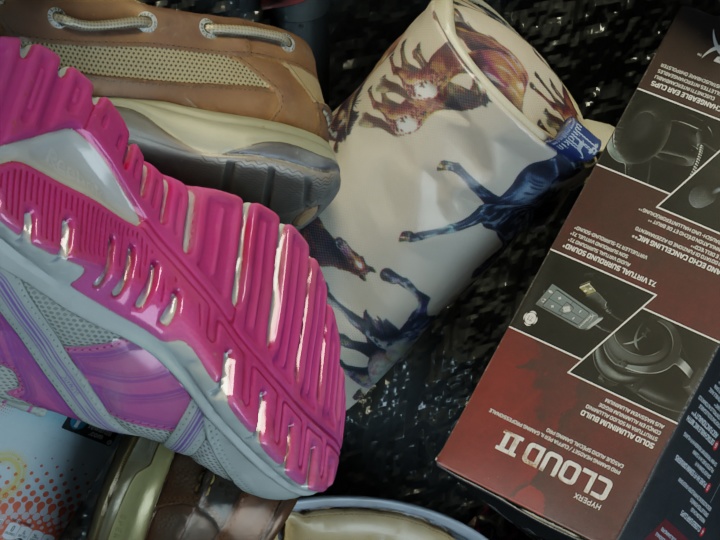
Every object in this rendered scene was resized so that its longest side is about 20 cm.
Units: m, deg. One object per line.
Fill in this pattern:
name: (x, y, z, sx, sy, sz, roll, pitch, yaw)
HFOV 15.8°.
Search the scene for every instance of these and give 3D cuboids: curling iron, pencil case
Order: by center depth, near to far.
curling iron: (-0.027, -0.097, 0.899, 0.050, 0.025, 0.201, -54, 152, -39)
pencil case: (0.000, 0.000, 0.921, 0.089, 0.078, 0.200, 38, 108, -12)

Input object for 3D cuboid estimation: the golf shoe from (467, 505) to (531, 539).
golf shoe: (0.118, 0.107, 1.097, 0.200, 0.073, 0.092, -42, 134, -7)

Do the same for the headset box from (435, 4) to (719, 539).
headset box: (0.117, 0.033, 0.910, 0.201, 0.077, 0.149, -61, 149, -6)

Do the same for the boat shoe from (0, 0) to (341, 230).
boat shoe: (-0.101, -0.064, 0.848, 0.199, 0.072, 0.076, 13, 153, -25)

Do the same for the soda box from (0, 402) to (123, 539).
soda box: (-0.174, 0.030, 0.853, 0.200, 0.064, 0.069, 26, 100, -43)

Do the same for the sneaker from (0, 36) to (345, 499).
sneaker: (-0.082, 0.009, 0.818, 0.088, 0.082, 0.200, -21, 131, 35)

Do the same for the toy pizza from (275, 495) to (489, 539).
toy pizza: (-0.020, 0.173, 1.025, 0.199, 0.032, 0.201, -6, 125, -9)

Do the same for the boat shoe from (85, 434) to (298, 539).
boat shoe: (-0.070, 0.141, 0.913, 0.067, 0.072, 0.201, 17, 123, 3)

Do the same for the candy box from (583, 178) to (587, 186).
candy box: (0.142, 0.061, 1.025, 0.115, 0.055, 0.201, 5, 88, -14)
